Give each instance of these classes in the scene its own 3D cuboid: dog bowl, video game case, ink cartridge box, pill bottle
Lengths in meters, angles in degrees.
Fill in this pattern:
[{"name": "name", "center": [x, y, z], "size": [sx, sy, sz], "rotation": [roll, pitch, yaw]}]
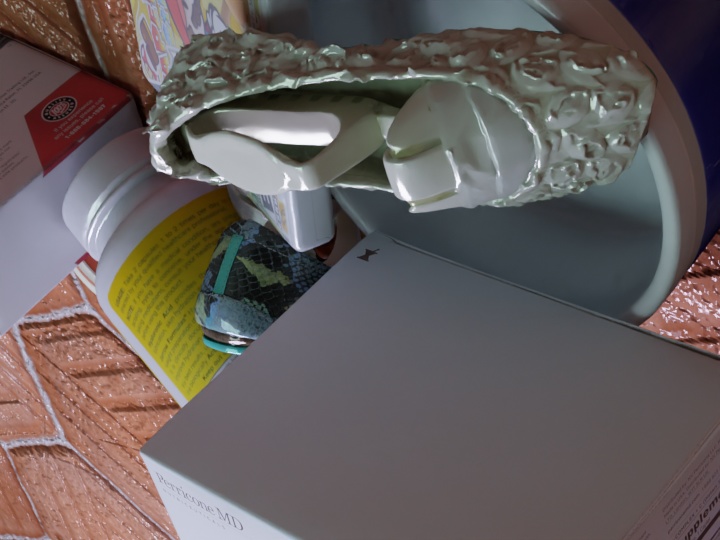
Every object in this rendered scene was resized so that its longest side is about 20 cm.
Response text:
[{"name": "dog bowl", "center": [0.063, -0.071, 0.661], "size": [0.199, 0.079, 0.201], "rotation": [31, 147, 23]}, {"name": "video game case", "center": [-0.069, -0.134, 0.688], "size": [0.182, 0.023, 0.201], "rotation": [48, 152, 47]}, {"name": "ink cartridge box", "center": [-0.246, -0.069, 0.974], "size": [0.199, 0.147, 0.083], "rotation": [26, 147, 31]}, {"name": "pill bottle", "center": [-0.077, 0.016, 0.882], "size": [0.200, 0.111, 0.112], "rotation": [47, 152, 21]}]

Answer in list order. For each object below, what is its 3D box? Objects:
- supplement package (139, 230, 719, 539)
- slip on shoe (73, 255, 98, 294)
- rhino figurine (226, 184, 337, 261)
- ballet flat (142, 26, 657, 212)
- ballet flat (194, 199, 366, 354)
[{"name": "supplement package", "center": [0.042, 0.095, 0.648], "size": [0.199, 0.156, 0.111], "rotation": [20, 141, 39]}, {"name": "slip on shoe", "center": [-0.110, 0.007, 0.993], "size": [0.200, 0.074, 0.061], "rotation": [35, 114, 28]}, {"name": "rhino figurine", "center": [-0.038, -0.084, 0.784], "size": [0.087, 0.060, 0.201], "rotation": [42, 151, 34]}, {"name": "ballet flat", "center": [0.007, -0.047, 0.579], "size": [0.199, 0.072, 0.072], "rotation": [5, 133, 28]}, {"name": "ballet flat", "center": [0.000, 0.000, 0.772], "size": [0.074, 0.200, 0.075], "rotation": [2, 93, 32]}]
